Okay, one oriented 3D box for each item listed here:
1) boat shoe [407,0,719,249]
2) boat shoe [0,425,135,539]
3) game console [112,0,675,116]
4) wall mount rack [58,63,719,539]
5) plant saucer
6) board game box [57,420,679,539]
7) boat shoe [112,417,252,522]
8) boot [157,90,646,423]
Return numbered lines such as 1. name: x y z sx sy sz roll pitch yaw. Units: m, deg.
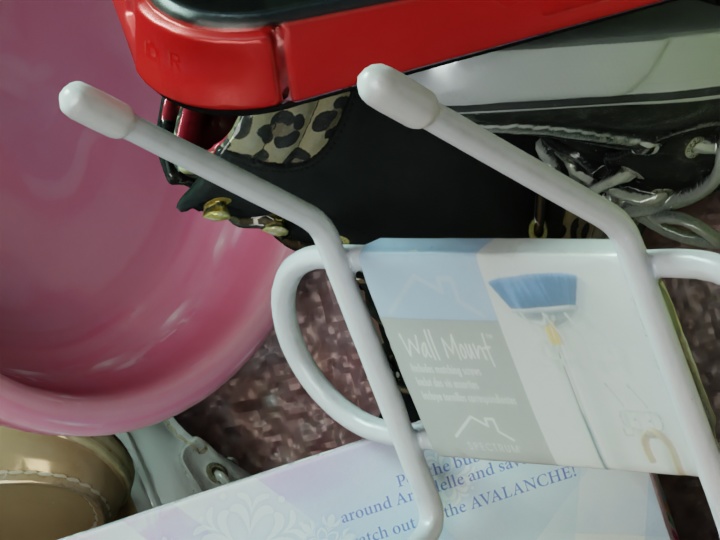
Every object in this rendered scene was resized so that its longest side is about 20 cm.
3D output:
1. boat shoe: 0.085 -0.045 0.854 0.073 0.199 0.068 24 114 46
2. boat shoe: -0.165 0.094 0.961 0.199 0.065 0.071 -14 136 18
3. game console: 0.009 -0.117 0.841 0.176 0.200 0.031 -12 127 -9
4. wall mount rack: 0.016 0.013 0.768 0.199 0.074 0.174 0 120 47
5. plant saucer: -0.097 -0.050 0.927 0.051 0.200 0.202 -4 99 46
6. board game box: 0.011 0.151 0.860 0.199 0.043 0.200 -18 75 5
7. boat shoe: -0.048 0.098 0.999 0.201 0.069 0.071 58 149 21
8. boot: 0.000 -0.001 0.907 0.073 0.153 0.204 42 113 54
